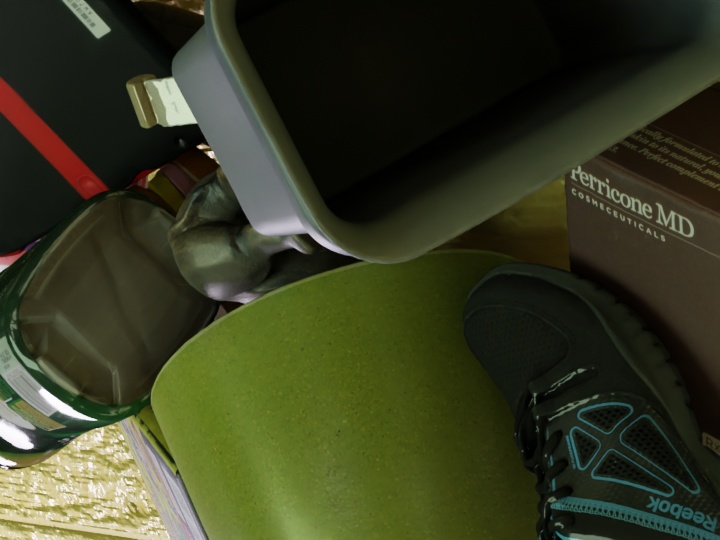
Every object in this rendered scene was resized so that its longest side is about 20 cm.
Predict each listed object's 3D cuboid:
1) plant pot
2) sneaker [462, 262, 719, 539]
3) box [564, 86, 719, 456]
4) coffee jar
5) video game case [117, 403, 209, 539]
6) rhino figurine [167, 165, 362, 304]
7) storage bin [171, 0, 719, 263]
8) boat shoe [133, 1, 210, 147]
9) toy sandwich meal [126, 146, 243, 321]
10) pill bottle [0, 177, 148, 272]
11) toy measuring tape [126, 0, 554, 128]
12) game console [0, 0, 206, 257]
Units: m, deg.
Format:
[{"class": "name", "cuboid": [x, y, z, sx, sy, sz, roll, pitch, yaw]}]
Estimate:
[{"class": "plant pot", "cuboid": [0.024, 0.123, 1.080, 0.187, 0.186, 0.201, 121, 136, -57]}, {"class": "sneaker", "cuboid": [0.093, 0.075, 0.967, 0.200, 0.082, 0.073, 48, 154, 33]}, {"class": "box", "cuboid": [0.144, 0.032, 1.013, 0.100, 0.075, 0.201, 29, 137, 42]}, {"class": "coffee jar", "cuboid": [-0.144, 0.034, 1.195, 0.085, 0.104, 0.200, 42, 156, -10]}, {"class": "video game case", "cuboid": [-0.071, 0.151, 1.287, 0.201, 0.025, 0.181, 68, 168, -23]}, {"class": "rhino figurine", "cuboid": [0.000, 0.000, 1.130, 0.087, 0.199, 0.060, -26, 54, 42]}, {"class": "storage bin", "cuboid": [0.021, -0.096, 0.932, 0.146, 0.199, 0.134, 62, 159, -6]}, {"class": "boat shoe", "cuboid": [-0.035, -0.074, 1.206, 0.199, 0.072, 0.076, 28, 173, 30]}, {"class": "toy sandwich meal", "cuboid": [-0.070, 0.036, 1.256, 0.205, 0.070, 0.206, 38, 143, 36]}, {"class": "pill bottle", "cuboid": [-0.181, -0.097, 1.272, 0.112, 0.112, 0.201, 33, 150, 37]}, {"class": "toy measuring tape", "cuboid": [-0.003, -0.096, 1.085, 0.199, 0.074, 0.074, -8, 113, 26]}, {"class": "game console", "cuboid": [-0.183, -0.104, 1.171, 0.176, 0.031, 0.200, -29, 116, 31]}]
